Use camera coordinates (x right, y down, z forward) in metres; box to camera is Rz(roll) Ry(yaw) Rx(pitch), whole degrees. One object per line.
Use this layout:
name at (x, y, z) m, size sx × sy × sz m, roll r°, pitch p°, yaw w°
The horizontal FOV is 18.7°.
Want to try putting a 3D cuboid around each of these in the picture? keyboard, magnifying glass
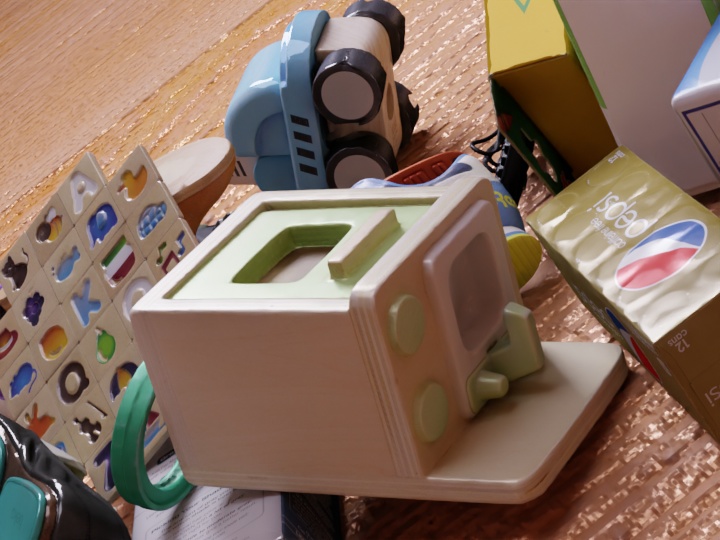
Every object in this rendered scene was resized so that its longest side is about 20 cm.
keyboard at (0.091, -0.103, 1.321) m, size 0.039 × 0.105 × 0.200 m, roll 11°, pitch 36°, yaw 7°
magnifying glass at (-0.074, 0.041, 1.147) m, size 0.022 × 0.080 × 0.200 m, roll 9°, pitch 48°, yaw 23°

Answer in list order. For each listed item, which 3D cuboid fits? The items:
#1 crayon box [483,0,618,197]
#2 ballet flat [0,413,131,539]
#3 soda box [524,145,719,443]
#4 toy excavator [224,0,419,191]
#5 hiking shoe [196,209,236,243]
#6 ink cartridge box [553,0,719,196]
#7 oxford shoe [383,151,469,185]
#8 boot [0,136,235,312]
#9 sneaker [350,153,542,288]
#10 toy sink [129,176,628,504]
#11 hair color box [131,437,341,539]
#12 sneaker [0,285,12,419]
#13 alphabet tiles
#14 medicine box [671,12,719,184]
crayon box at (0.115, -0.140, 1.236) m, size 0.051 × 0.127 × 0.201 m, roll -14°, pitch 59°, yaw 23°
ballet flat at (-0.175, 0.127, 1.177) m, size 0.200 × 0.068 × 0.068 m, roll 30°, pitch 101°, yaw 61°
soda box at (0.149, 0.006, 1.061) m, size 0.068 × 0.064 × 0.200 m, roll -37°, pitch 21°, yaw 0°
toy excavator at (-0.064, -0.085, 1.505) m, size 0.199 × 0.195 × 0.100 m, roll 1°, pitch 34°, yaw 14°
hiking shoe at (-0.058, -0.004, 1.415) m, size 0.100 × 0.076 × 0.200 m, roll -11°, pitch -1°, yaw -21°
ink cartridge box at (0.179, -0.155, 1.214) m, size 0.084 × 0.146 × 0.200 m, roll -17°, pitch 28°, yaw 24°
oxford shoe at (-0.006, -0.001, 1.313) m, size 0.200 × 0.071 × 0.072 m, roll -40°, pitch 12°, yaw -14°
boot at (-0.110, 0.018, 1.326) m, size 0.201 × 0.144 × 0.071 m, roll -33°, pitch 22°, yaw 28°
sneaker at (0.000, 0.000, 1.235) m, size 0.199 × 0.074 × 0.083 m, roll -21°, pitch 63°, yaw 3°
toy sink at (0.011, 0.029, 1.071) m, size 0.199 × 0.113 × 0.130 m, roll 1°, pitch 29°, yaw 33°
hair color box at (-0.065, 0.132, 1.143) m, size 0.100 × 0.061 × 0.200 m, roll -33°, pitch 22°, yaw 12°
sneaker at (-0.219, 0.024, 1.533) m, size 0.081 × 0.083 × 0.200 m, roll -39°, pitch 17°, yaw 36°
alphabet tiles at (-0.150, 0.030, 1.249) m, size 0.167 × 0.006 × 0.200 m, roll -50°, pitch 47°, yaw 20°
medicine box at (0.280, -0.121, 1.060) m, size 0.199 × 0.103 × 0.182 m, roll -15°, pitch 31°, yaw 42°
